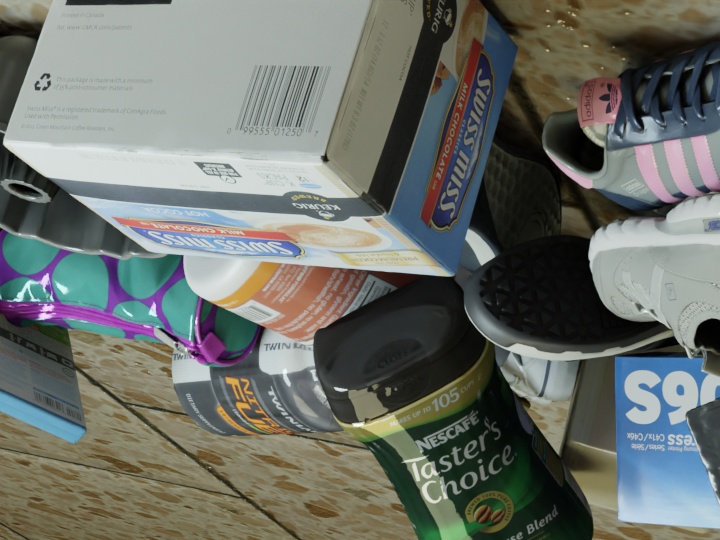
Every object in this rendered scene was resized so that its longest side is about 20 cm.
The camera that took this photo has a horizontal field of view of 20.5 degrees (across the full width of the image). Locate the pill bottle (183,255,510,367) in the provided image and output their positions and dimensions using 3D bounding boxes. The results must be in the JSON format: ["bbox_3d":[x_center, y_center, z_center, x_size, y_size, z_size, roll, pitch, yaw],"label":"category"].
[{"bbox_3d":[0.000,0.000,1.228,0.199,0.113,0.112,25,160,-27],"label":"pill bottle"}]

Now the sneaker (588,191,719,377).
[{"bbox_3d":[0.162,0.013,0.979,0.074,0.083,0.200,-1,173,-9],"label":"sneaker"}]

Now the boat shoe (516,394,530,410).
[{"bbox_3d":[0.080,0.108,1.469,0.072,0.066,0.201,31,-178,6],"label":"boat shoe"}]

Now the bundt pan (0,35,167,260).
[{"bbox_3d":[-0.193,-0.081,1.217,0.201,0.076,0.202,15,161,5],"label":"bundt pan"}]

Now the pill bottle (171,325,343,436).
[{"bbox_3d":[-0.047,0.068,1.480,0.106,0.107,0.199,28,158,-32],"label":"pill bottle"}]

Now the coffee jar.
[{"bbox_3d":[0.054,0.099,1.175,0.104,0.085,0.200,-27,119,9],"label":"coffee jar"}]

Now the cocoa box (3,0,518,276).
[{"bbox_3d":[-0.047,-0.086,0.978,0.199,0.134,0.131,5,158,33],"label":"cocoa box"}]

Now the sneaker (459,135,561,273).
[{"bbox_3d":[0.024,-0.048,1.127,0.145,0.077,0.202,11,166,30],"label":"sneaker"}]

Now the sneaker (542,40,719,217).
[{"bbox_3d":[0.149,-0.073,0.946,0.082,0.071,0.200,16,161,-11],"label":"sneaker"}]

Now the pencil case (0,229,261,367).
[{"bbox_3d":[-0.173,0.014,1.447,0.199,0.093,0.085,9,137,27],"label":"pencil case"}]

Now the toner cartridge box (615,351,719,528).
[{"bbox_3d":[0.232,0.092,1.070,0.199,0.096,0.043,-2,180,39],"label":"toner cartridge box"}]

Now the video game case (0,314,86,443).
[{"bbox_3d":[-0.278,0.032,1.496,0.143,0.200,0.018,29,116,-34],"label":"video game case"}]

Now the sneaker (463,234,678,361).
[{"bbox_3d":[0.140,0.026,1.123,0.199,0.072,0.083,-5,153,-28],"label":"sneaker"}]

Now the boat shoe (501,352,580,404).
[{"bbox_3d":[0.111,0.053,1.343,0.066,0.074,0.200,13,163,1],"label":"boat shoe"}]

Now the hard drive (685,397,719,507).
[{"bbox_3d":[0.276,0.100,0.979,0.199,0.140,0.038,-25,172,29],"label":"hard drive"}]

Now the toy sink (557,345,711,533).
[{"bbox_3d":[0.193,0.089,1.288,0.111,0.131,0.200,14,161,6],"label":"toy sink"}]
